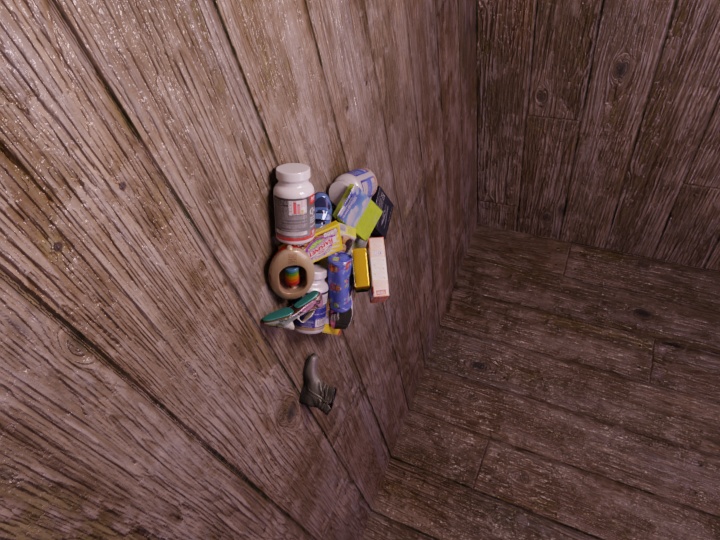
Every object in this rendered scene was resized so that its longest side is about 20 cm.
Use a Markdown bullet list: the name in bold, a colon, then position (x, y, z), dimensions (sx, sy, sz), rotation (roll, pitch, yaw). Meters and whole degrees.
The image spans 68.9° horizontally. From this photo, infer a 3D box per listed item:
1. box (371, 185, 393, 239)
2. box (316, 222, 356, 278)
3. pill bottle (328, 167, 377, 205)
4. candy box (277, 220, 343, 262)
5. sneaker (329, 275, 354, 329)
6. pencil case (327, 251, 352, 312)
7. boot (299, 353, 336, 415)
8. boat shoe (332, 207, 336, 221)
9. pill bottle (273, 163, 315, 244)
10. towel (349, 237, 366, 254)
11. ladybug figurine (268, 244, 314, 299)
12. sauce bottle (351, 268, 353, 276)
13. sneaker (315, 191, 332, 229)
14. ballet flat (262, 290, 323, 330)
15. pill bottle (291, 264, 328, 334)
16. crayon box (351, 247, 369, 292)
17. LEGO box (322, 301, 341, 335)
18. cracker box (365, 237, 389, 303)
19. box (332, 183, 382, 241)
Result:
- **box**: position (0.041, -0.223, 1.999), dimensions (0.200, 0.103, 0.151), rotation (41, 61, -66)
- **box**: position (-0.083, -0.060, 1.708), dimensions (0.051, 0.074, 0.201), rotation (-89, -159, -47)
- **pill bottle**: position (-0.029, -0.280, 1.793), dimensions (0.200, 0.110, 0.114), rotation (-36, 135, -57)
- **candy box**: position (-0.148, -0.069, 1.588), dimensions (0.198, 0.026, 0.103), rotation (-26, 138, -17)
- **sneaker**: position (-0.050, 0.105, 1.802), dimensions (0.086, 0.079, 0.204), rotation (-36, 140, -73)
- **pencil case**: position (-0.065, 0.034, 1.678), dimensions (0.087, 0.077, 0.203), rotation (-51, 149, -52)
- **boot**: position (-0.139, 0.406, 1.881), dimensions (0.068, 0.129, 0.204), rotation (-13, 114, -66)
- **boat shoe**: position (-0.078, -0.165, 1.803), dimensions (0.201, 0.060, 0.073), rotation (47, 60, -65)
- **pill bottle**: position (-0.184, -0.185, 1.456), dimensions (0.116, 0.114, 0.203), rotation (-44, 142, -53)
- **towel**: position (-0.049, -0.079, 1.838), dimensions (0.199, 0.048, 0.173), rotation (-20, 138, -48)
- **ladybug figurine**: position (-0.202, -0.002, 1.523), dimensions (0.202, 0.133, 0.073), rotation (98, -19, -44)
- **sauce bottle**: position (-0.044, 0.056, 1.943), dimensions (0.201, 0.065, 0.067), rotation (100, 15, -58)
- **sneaker**: position (-0.125, -0.143, 1.649), dimensions (0.082, 0.072, 0.204), rotation (-116, -151, -71)
- **ballet flat**: position (-0.194, 0.132, 1.565), dimensions (0.198, 0.069, 0.072), rotation (-29, 117, -20)
- **pill bottle**: position (-0.161, 0.089, 1.669), dimensions (0.115, 0.114, 0.204), rotation (-24, 124, -63)
- **crayon box**: position (0.000, 0.000, 1.752), dimensions (0.200, 0.051, 0.128), rotation (85, 0, -82)
- **LEGO box**: position (-0.120, 0.141, 1.848), dimensions (0.200, 0.076, 0.152), rotation (31, 73, -68)
- **cracker box**: position (0.055, 0.001, 1.800), dimensions (0.134, 0.057, 0.204), rotation (110, -25, -77)
- **box**: position (-0.012, -0.191, 1.710), dimensions (0.123, 0.047, 0.200), rotation (-61, 144, -5)
